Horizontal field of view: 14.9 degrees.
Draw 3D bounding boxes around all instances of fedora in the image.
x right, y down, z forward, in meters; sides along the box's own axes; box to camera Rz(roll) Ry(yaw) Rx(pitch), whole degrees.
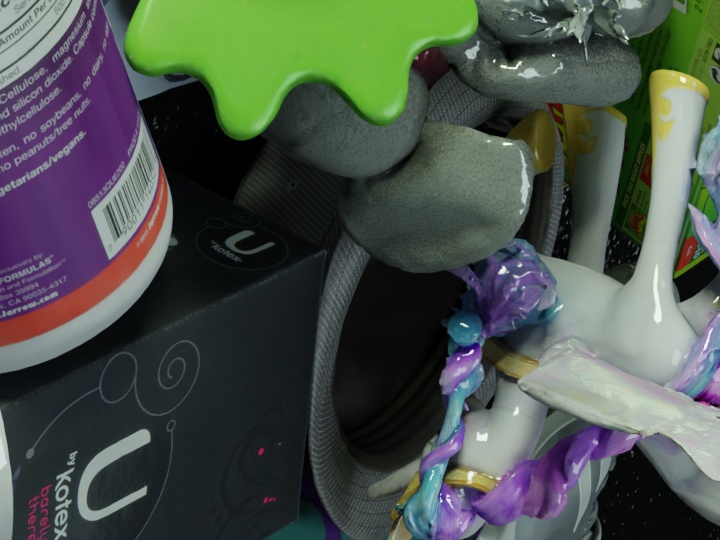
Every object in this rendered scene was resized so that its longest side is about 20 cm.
[{"bbox_3d":[0.000,0.000,1.113,0.200,0.090,0.177,-60,151,-17],"label":"fedora"}]

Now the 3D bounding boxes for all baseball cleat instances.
[{"bbox_3d":[0.099,0.090,1.345,0.200,0.070,0.106,-52,137,1],"label":"baseball cleat"}]

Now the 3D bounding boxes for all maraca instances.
[{"bbox_3d":[-0.027,-0.142,0.869,0.137,0.107,0.200,-7,87,-11],"label":"maraca"}]

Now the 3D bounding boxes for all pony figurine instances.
[{"bbox_3d":[0.104,0.030,1.030,0.166,0.193,0.200,37,71,-49],"label":"pony figurine"}]

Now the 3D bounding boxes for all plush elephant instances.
[{"bbox_3d":[0.017,-0.095,0.987,0.155,0.200,0.165,-30,113,15],"label":"plush elephant"}]

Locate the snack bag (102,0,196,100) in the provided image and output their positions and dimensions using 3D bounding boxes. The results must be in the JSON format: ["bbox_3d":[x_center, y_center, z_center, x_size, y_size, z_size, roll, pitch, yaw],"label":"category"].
[{"bbox_3d":[-0.066,-0.148,0.974,0.200,0.021,0.189,-22,131,-49],"label":"snack bag"}]

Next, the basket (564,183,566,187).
[{"bbox_3d":[0.142,-0.148,1.240,0.200,0.149,0.143,72,21,-49],"label":"basket"}]

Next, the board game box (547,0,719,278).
[{"bbox_3d":[0.127,-0.101,1.108,0.048,0.102,0.200,-31,152,-30],"label":"board game box"}]

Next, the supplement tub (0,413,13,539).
[{"bbox_3d":[-0.213,0.066,0.761,0.200,0.145,0.145,-16,127,-33],"label":"supplement tub"}]

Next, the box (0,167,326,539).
[{"bbox_3d":[-0.117,0.055,0.967,0.200,0.106,0.122,-28,134,-45],"label":"box"}]

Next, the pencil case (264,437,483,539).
[{"bbox_3d":[-0.033,0.109,1.150,0.200,0.093,0.085,-21,165,-49],"label":"pencil case"}]

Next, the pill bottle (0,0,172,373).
[{"bbox_3d":[-0.133,-0.070,0.837,0.112,0.112,0.200,-45,139,-27],"label":"pill bottle"}]
